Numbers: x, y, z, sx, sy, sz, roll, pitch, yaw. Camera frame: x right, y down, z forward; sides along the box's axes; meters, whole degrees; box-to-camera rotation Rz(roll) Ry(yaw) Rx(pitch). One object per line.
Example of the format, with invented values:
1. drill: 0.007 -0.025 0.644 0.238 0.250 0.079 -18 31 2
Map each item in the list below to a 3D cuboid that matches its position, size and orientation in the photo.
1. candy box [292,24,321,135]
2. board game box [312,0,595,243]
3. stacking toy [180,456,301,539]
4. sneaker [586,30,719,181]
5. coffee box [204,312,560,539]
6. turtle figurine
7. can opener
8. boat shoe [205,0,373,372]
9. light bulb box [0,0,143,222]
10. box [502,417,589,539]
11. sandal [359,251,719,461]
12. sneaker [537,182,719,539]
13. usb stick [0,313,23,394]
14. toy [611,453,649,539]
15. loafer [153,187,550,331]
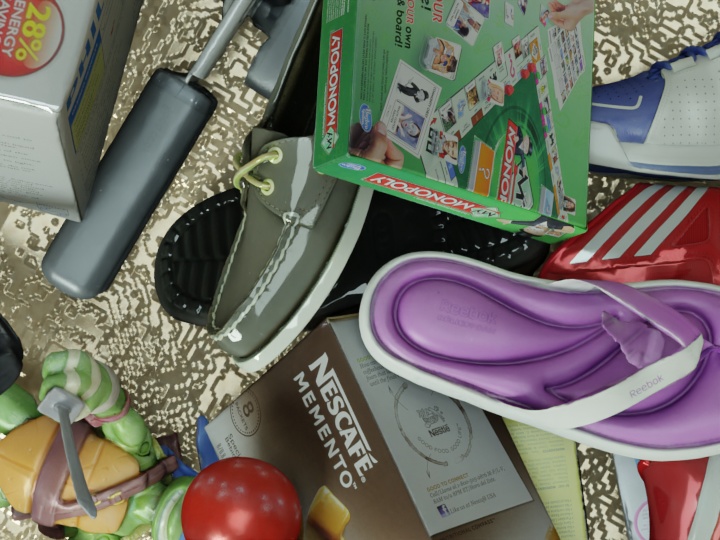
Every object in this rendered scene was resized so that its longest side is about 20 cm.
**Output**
1. candy box: 0.035 -0.153 1.394 0.102 0.026 0.200 12 94 -25
2. board game box: 0.046 -0.124 1.321 0.135 0.029 0.200 17 67 -33
3. stacking toy: -0.079 0.179 1.318 0.085 0.085 0.200 17 88 1
4. sneaker: 0.191 -0.100 1.389 0.199 0.081 0.115 -2 90 -5
5. coffee box: 0.023 0.128 1.347 0.114 0.080 0.200 -40 68 43
6. turtle figurine: -0.172 0.095 1.361 0.194 0.200 0.144 23 138 19
7. can opener: -0.074 -0.067 1.406 0.067 0.053 0.200 31 95 1
8. boat shoe: -0.024 -0.053 1.336 0.060 0.072 0.202 30 81 -27
9. light bulb box: -0.160 -0.147 1.310 0.125 0.200 0.198 14 78 1
10. box: 0.088 0.163 1.405 0.050 0.075 0.200 -6 94 3
11. sandal: 0.099 0.036 1.297 0.203 0.050 0.083 7 78 2
12. sneaker: 0.131 0.055 1.363 0.115 0.078 0.200 12 77 14
13. usb stick: -0.215 0.000 1.364 0.055 0.200 0.033 -36 136 -8
14. toy: 0.176 0.071 1.409 0.115 0.047 0.200 -11 88 6
15. loafer: 0.000 0.000 1.399 0.200 0.071 0.073 -5 66 18
